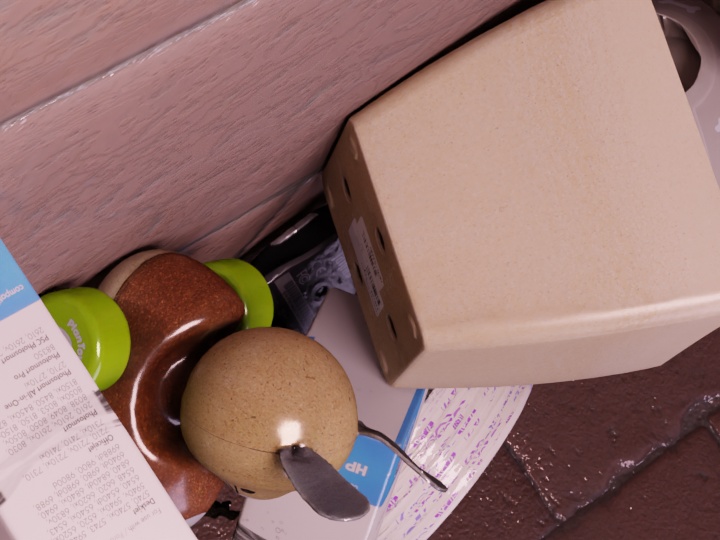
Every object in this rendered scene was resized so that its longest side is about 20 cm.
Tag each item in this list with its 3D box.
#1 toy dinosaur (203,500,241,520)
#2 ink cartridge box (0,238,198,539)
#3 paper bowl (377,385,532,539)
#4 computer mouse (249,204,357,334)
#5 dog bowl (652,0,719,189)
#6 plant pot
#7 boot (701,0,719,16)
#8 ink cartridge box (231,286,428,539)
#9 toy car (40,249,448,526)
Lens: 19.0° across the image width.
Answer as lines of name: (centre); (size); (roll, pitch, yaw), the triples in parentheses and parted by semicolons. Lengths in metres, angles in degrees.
toy dinosaur: (-0.105, 0.106, 1.350); (0.047, 0.089, 0.201); (-10, -144, 22)
ink cartridge box: (-0.138, 0.097, 0.882); (0.068, 0.201, 0.116); (-31, 173, -31)
paper bowl: (0.023, 0.111, 1.506); (0.201, 0.104, 0.201); (-49, -175, 6)
computer mouse: (0.000, 0.000, 1.410); (0.200, 0.046, 0.141); (-42, 135, -5)
dog bowl: (0.187, -0.072, 1.277); (0.058, 0.202, 0.200); (-16, 170, -12)
plant pot: (0.085, -0.031, 1.232); (0.176, 0.201, 0.200); (-16, 170, -13)
boot: (0.245, -0.230, 1.218); (0.167, 0.072, 0.200); (-48, 171, -3)
ink cartridge box: (-0.024, 0.137, 1.331); (0.146, 0.084, 0.201); (-64, 174, -61)
toy car: (-0.058, 0.089, 1.116); (0.164, 0.199, 0.159); (-13, 120, -58)
